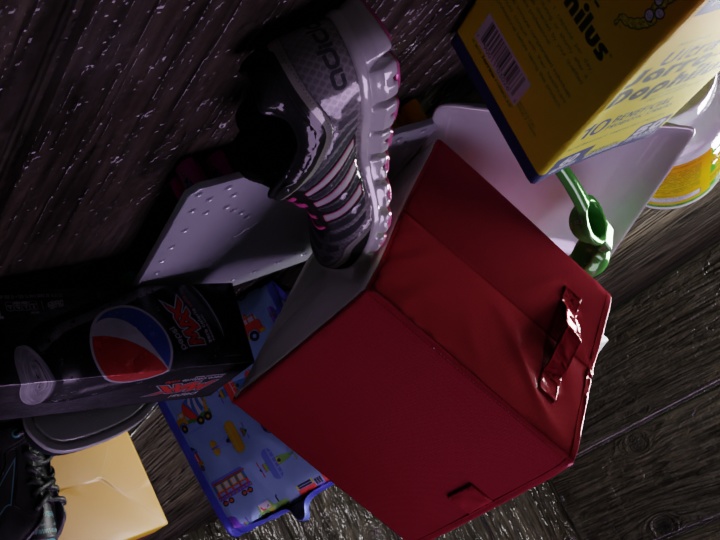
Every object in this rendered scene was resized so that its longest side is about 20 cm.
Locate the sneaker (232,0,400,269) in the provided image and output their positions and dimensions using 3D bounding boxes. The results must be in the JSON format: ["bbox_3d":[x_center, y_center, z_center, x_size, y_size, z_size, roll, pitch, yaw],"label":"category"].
[{"bbox_3d":[-0.031,-0.064,0.611,0.086,0.075,0.201,-17,150,-13],"label":"sneaker"}]

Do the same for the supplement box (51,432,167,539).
[{"bbox_3d":[-0.344,0.258,1.079,0.199,0.134,0.196,-34,167,25],"label":"supplement box"}]

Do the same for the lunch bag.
[{"bbox_3d":[-0.092,0.137,0.995,0.149,0.202,0.094,-29,167,6],"label":"lunch bag"}]

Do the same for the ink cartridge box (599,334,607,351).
[{"bbox_3d":[0.138,0.034,1.070,0.088,0.200,0.145,-51,161,11],"label":"ink cartridge box"}]

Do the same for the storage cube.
[{"bbox_3d":[0.045,0.056,0.770,0.199,0.179,0.172,-38,-163,42],"label":"storage cube"}]

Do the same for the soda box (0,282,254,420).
[{"bbox_3d":[-0.173,0.053,0.721,0.198,0.064,0.071,-2,156,-42],"label":"soda box"}]

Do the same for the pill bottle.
[{"bbox_3d":[0.249,-0.129,0.884,0.110,0.112,0.200,-30,161,9],"label":"pill bottle"}]

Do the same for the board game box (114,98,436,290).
[{"bbox_3d":[-0.067,-0.041,0.761,0.198,0.026,0.200,-20,165,-34],"label":"board game box"}]

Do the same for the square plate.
[{"bbox_3d":[0.128,-0.062,0.834,0.194,0.029,0.201,4,147,-11],"label":"square plate"}]

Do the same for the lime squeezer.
[{"bbox_3d":[0.160,-0.032,0.822,0.038,0.070,0.201,-57,161,-27],"label":"lime squeezer"}]

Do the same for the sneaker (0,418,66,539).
[{"bbox_3d":[-0.242,0.151,0.773,0.078,0.204,0.075,8,179,24],"label":"sneaker"}]

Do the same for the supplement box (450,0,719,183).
[{"bbox_3d":[0.150,-0.153,0.597,0.108,0.111,0.200,-22,165,-25],"label":"supplement box"}]

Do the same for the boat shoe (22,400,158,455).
[{"bbox_3d":[-0.178,0.081,0.799,0.060,0.076,0.200,-45,175,39],"label":"boat shoe"}]
